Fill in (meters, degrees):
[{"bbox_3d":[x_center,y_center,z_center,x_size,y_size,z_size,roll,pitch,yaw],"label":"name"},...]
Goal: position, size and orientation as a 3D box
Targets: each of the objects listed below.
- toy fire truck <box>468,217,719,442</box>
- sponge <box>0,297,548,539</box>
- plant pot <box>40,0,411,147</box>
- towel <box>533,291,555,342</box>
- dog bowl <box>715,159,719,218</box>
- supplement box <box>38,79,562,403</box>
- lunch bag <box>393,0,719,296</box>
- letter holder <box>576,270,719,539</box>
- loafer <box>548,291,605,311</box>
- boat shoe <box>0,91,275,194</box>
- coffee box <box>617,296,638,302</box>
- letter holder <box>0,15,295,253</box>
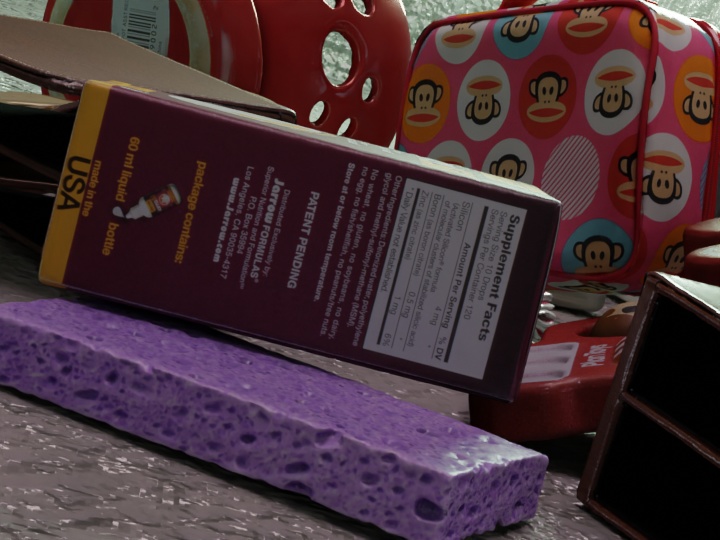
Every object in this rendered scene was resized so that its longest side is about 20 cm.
[{"bbox_3d":[0.138,0.041,1.010,0.167,0.113,0.200,-4,8,9],"label":"toy fire truck"},{"bbox_3d":[-0.037,0.053,0.814,0.199,0.030,0.111,18,8,21],"label":"sponge"},{"bbox_3d":[-0.096,-0.136,1.379,0.200,0.202,0.182,22,16,34],"label":"plant pot"},{"bbox_3d":[0.000,0.000,1.253,0.199,0.030,0.146,22,12,38],"label":"towel"},{"bbox_3d":[0.259,-0.002,1.145,0.199,0.201,0.079,22,10,34],"label":"dog bowl"},{"bbox_3d":[-0.025,-0.016,0.899,0.199,0.086,0.110,14,5,-3],"label":"supplement box"},{"bbox_3d":[0.103,-0.078,1.158,0.082,0.178,0.199,7,-2,-40],"label":"lunch bag"},{"bbox_3d":[0.214,0.084,0.856,0.199,0.101,0.142,12,11,-26],"label":"letter holder"},{"bbox_3d":[0.076,-0.025,1.423,0.199,0.063,0.072,14,9,-15],"label":"loafer"},{"bbox_3d":[-0.138,-0.069,1.238,0.198,0.073,0.072,3,15,-4],"label":"boat shoe"},{"bbox_3d":[0.297,-0.056,1.575,0.198,0.201,0.198,13,8,-21],"label":"coffee box"},{"bbox_3d":[-0.150,-0.062,1.063,0.141,0.101,0.200,8,11,-36],"label":"letter holder"}]
